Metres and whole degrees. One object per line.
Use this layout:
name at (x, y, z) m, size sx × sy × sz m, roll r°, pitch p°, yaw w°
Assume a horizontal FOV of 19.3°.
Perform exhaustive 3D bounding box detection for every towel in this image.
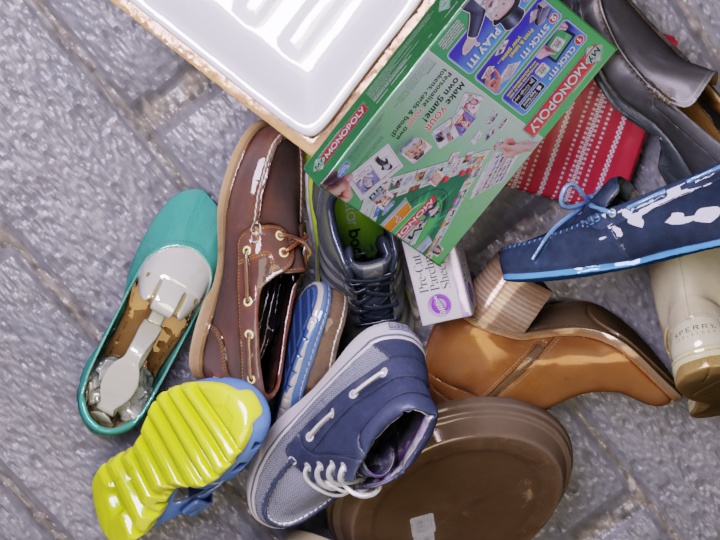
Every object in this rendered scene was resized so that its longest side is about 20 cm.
towel at (0.127, -0.130, 1.578) m, size 0.199 × 0.022 × 0.145 m, roll 14°, pitch 106°, yaw -15°

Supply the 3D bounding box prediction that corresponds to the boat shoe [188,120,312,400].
boat shoe at (-0.067, -0.005, 1.538) m, size 0.070 × 0.070 × 0.201 m, roll 1°, pitch 102°, yaw -52°

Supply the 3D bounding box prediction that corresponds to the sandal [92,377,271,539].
sandal at (-0.121, 0.133, 1.565) m, size 0.087 × 0.200 × 0.080 m, roll -10°, pitch 71°, yaw -40°

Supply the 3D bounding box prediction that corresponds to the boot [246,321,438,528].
boot at (-0.017, 0.134, 1.516) m, size 0.073 × 0.090 × 0.200 m, roll 20°, pitch 122°, yaw -25°

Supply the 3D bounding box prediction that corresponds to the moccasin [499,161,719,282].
moccasin at (0.194, -0.036, 1.528) m, size 0.199 × 0.080 × 0.068 m, roll -13°, pitch 87°, yaw 19°

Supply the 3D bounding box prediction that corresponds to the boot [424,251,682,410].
boot at (0.135, 0.093, 1.632) m, size 0.200 × 0.077 × 0.156 m, roll 28°, pitch 106°, yaw -25°

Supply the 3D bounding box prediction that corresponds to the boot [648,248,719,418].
boot at (0.263, 0.027, 1.624) m, size 0.073 × 0.200 × 0.156 m, roll -17°, pitch 71°, yaw 16°

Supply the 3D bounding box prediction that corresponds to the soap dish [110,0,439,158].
soap dish at (-0.060, -0.199, 1.459) m, size 0.200 × 0.081 × 0.158 m, roll 38°, pitch 99°, yaw -1°

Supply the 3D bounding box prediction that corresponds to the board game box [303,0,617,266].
board game box at (0.070, -0.112, 1.465) m, size 0.134 × 0.029 × 0.200 m, roll 33°, pitch 100°, yaw -41°

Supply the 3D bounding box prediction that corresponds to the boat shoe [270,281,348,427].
boat shoe at (-0.026, 0.091, 1.584) m, size 0.072 × 0.072 × 0.200 m, roll 9°, pitch 131°, yaw -7°

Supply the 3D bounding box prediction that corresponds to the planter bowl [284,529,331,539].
planter bowl at (-0.027, 0.282, 1.618) m, size 0.200 × 0.200 × 0.135 m, roll 32°, pitch 76°, yaw -20°

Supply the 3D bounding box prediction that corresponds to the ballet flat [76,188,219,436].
ballet flat at (-0.150, 0.038, 1.556) m, size 0.067 × 0.070 × 0.201 m, roll 24°, pitch 102°, yaw -12°

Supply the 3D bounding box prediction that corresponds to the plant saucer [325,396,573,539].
plant saucer at (0.072, 0.174, 1.629) m, size 0.199 × 0.030 × 0.201 m, roll -11°, pitch 137°, yaw -10°

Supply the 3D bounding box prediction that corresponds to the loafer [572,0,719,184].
loafer at (0.229, -0.130, 1.527) m, size 0.072 × 0.073 × 0.200 m, roll -27°, pitch 106°, yaw 45°

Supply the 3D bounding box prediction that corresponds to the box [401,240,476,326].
box at (0.042, -0.061, 1.544) m, size 0.041 × 0.039 × 0.201 m, roll -11°, pitch 102°, yaw 11°

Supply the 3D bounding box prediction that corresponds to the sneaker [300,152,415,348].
sneaker at (0.000, 0.000, 1.566) m, size 0.074 × 0.081 × 0.201 m, roll -18°, pitch 114°, yaw -4°
